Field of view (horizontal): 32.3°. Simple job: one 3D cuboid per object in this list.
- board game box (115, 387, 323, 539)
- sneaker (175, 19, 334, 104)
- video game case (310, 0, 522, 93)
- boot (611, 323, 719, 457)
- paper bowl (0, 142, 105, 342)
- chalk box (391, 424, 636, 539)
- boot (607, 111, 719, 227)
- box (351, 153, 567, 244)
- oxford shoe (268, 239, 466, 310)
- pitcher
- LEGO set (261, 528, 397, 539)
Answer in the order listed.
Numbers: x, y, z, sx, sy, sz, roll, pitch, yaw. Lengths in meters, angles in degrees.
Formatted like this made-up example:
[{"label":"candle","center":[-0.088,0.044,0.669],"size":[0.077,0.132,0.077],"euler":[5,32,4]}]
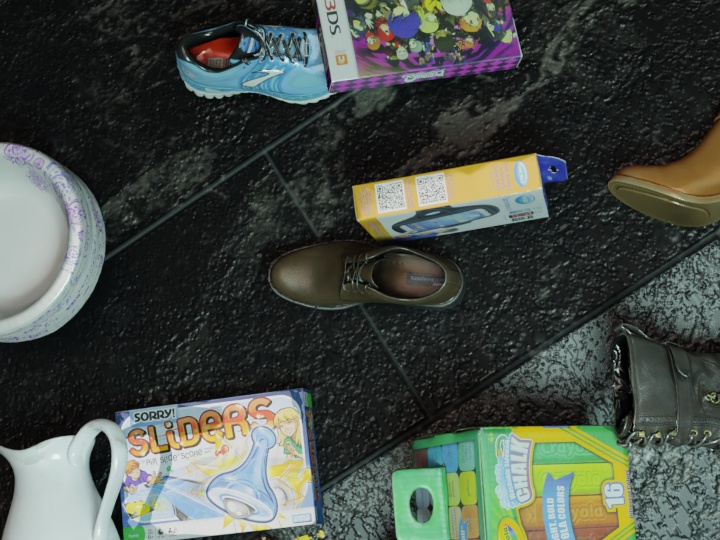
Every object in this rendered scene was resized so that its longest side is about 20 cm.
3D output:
[{"label":"board game box","center":[-0.143,0.197,1.246],"size":[0.200,0.034,0.136],"euler":[-9,78,10]},{"label":"sneaker","center":[-0.098,-0.219,1.284],"size":[0.200,0.090,0.079],"euler":[-4,79,8]},{"label":"video game case","center":[0.049,-0.281,1.264],"size":[0.200,0.036,0.182],"euler":[-8,77,-9]},{"label":"boot","center":[0.302,0.148,1.107],"size":[0.174,0.069,0.200],"euler":[3,68,-23]},{"label":"paper bowl","center":[-0.362,-0.025,1.296],"size":[0.200,0.104,0.201],"euler":[-2,80,11]},{"label":"chalk box","center":[0.124,0.203,1.097],"size":[0.200,0.124,0.125],"euler":[2,78,-26]},{"label":"boot","center":[0.348,-0.121,1.193],"size":[0.200,0.074,0.155],"euler":[10,75,14]},{"label":"box","center":[0.101,-0.068,1.201],"size":[0.200,0.119,0.042],"euler":[-8,79,11]},{"label":"oxford shoe","center":[0.000,0.000,1.229],"size":[0.200,0.084,0.073],"euler":[-1,81,13]},{"label":"pitcher","center":[-0.279,0.254,1.208],"size":[0.171,0.121,0.200],"euler":[-25,68,39]},{"label":"LEGO set","center":[-0.027,0.318,1.157],"size":[0.200,0.116,0.154],"euler":[5,81,12]}]
